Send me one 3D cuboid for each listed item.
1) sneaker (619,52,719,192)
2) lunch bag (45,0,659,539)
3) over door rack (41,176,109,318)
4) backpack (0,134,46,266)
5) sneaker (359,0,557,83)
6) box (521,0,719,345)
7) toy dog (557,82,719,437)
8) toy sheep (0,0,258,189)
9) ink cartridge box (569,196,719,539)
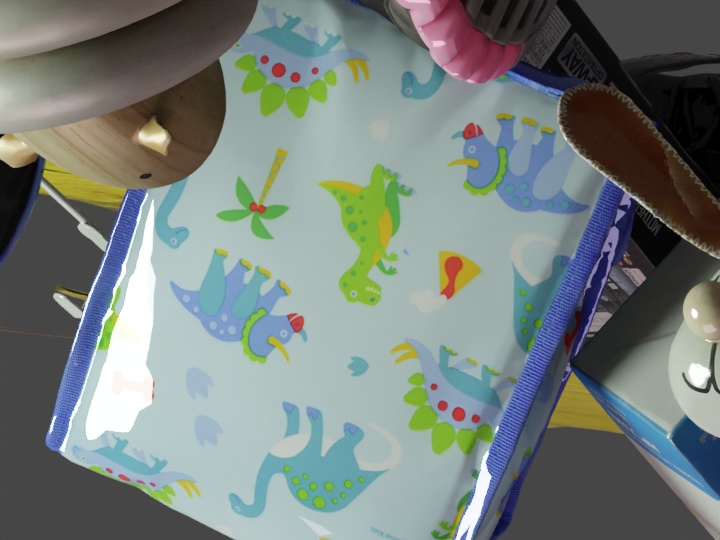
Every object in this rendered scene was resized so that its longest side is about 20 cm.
[{"bbox_3d":[0.164,-0.055,1.142,0.199,0.071,0.098,9,170,10],"label":"sneaker"},{"bbox_3d":[0.000,0.000,1.050,0.169,0.201,0.127,23,-152,9],"label":"lunch bag"},{"bbox_3d":[-0.114,-0.067,1.180,0.147,0.067,0.200,6,135,53],"label":"over door rack"},{"bbox_3d":[-0.205,-0.085,1.027,0.199,0.184,0.147,14,-166,-8],"label":"backpack"},{"bbox_3d":[-0.002,-0.123,0.932,0.095,0.079,0.200,32,-175,34],"label":"sneaker"},{"bbox_3d":[0.053,-0.042,1.131,0.157,0.050,0.200,1,138,51],"label":"box"},{"bbox_3d":[0.122,-0.063,0.814,0.131,0.201,0.096,-20,142,23],"label":"toy dog"},{"bbox_3d":[-0.082,-0.112,0.748,0.137,0.201,0.138,-18,-159,7],"label":"toy sheep"},{"bbox_3d":[0.179,0.062,1.065,0.200,0.116,0.067,49,172,-38],"label":"ink cartridge box"}]
